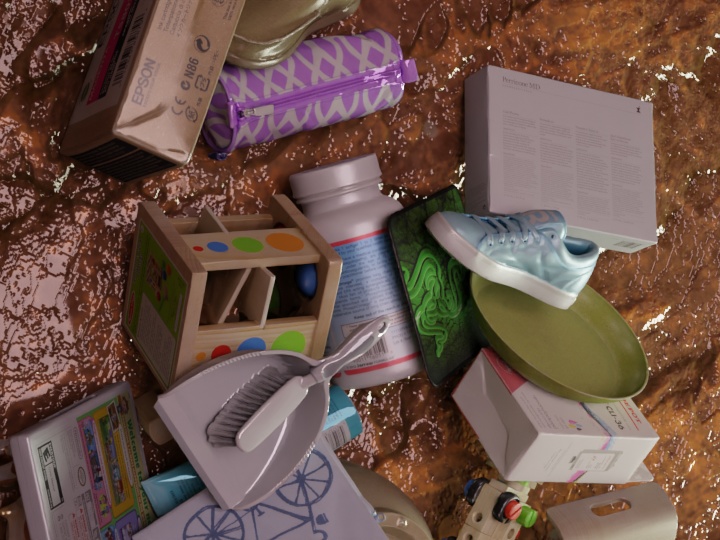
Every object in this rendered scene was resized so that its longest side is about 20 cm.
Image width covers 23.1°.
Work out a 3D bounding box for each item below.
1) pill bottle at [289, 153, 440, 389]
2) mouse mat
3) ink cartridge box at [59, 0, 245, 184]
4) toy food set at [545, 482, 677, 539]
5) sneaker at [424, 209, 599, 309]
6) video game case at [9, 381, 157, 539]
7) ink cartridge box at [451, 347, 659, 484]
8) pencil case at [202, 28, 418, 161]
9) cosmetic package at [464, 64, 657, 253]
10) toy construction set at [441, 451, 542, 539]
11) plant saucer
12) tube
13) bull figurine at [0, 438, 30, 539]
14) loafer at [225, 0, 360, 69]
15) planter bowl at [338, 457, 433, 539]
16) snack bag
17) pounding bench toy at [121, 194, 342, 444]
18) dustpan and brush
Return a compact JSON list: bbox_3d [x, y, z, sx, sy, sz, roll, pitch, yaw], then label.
[{"bbox_3d":[0.000,0.000,1.606,0.109,0.109,0.200,-18,96,-27],"label":"pill bottle"},{"bbox_3d":[0.079,0.010,1.636,0.200,0.008,0.161,-29,105,-65],"label":"mouse mat"},{"bbox_3d":[-0.172,-0.184,1.492,0.075,0.165,0.200,22,77,-23],"label":"ink cartridge box"},{"bbox_3d":[0.224,0.310,1.709,0.143,0.060,0.200,-8,117,-34],"label":"toy food set"},{"bbox_3d":[0.145,-0.032,1.638,0.200,0.074,0.082,21,109,-43],"label":"sneaker"},{"bbox_3d":[-0.220,0.210,1.462,0.182,0.022,0.200,-29,110,-68],"label":"video game case"},{"bbox_3d":[0.200,0.140,1.681,0.200,0.117,0.068,7,127,-38],"label":"ink cartridge box"},{"bbox_3d":[-0.055,-0.166,1.598,0.200,0.085,0.084,-20,101,-28],"label":"pencil case"},{"bbox_3d":[0.198,-0.108,1.732,0.200,0.052,0.151,10,74,-27],"label":"cosmetic package"},{"bbox_3d":[0.128,0.257,1.661,0.131,0.092,0.200,30,71,-52],"label":"toy construction set"},{"bbox_3d":[0.184,0.060,1.684,0.200,0.200,0.031,18,124,-26],"label":"plant saucer"},{"bbox_3d":[-0.093,0.171,1.560,0.200,0.050,0.078,-29,105,-18],"label":"tube"},{"bbox_3d":[-0.277,0.232,1.471,0.121,0.065,0.200,17,69,-30],"label":"bull figurine"},{"bbox_3d":[-0.067,-0.244,1.575,0.076,0.068,0.200,32,43,16],"label":"loafer"},{"bbox_3d":[-0.011,0.271,1.575,0.200,0.135,0.201,1,88,-27],"label":"planter bowl"},{"bbox_3d":[-0.064,0.251,1.480,0.188,0.021,0.200,-32,68,-12],"label":"snack bag"},{"bbox_3d":[-0.112,0.051,1.534,0.156,0.124,0.200,-4,122,-29],"label":"pounding bench toy"},{"bbox_3d":[-0.058,0.098,1.469,0.200,0.057,0.140,-43,123,-22],"label":"dustpan and brush"}]
